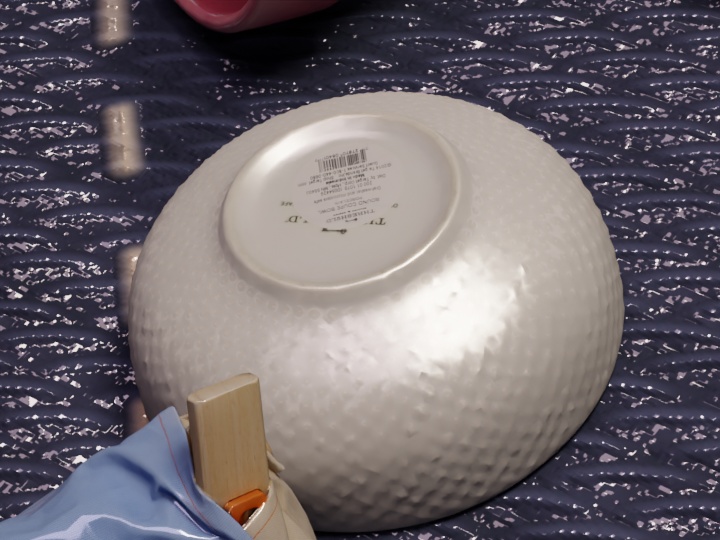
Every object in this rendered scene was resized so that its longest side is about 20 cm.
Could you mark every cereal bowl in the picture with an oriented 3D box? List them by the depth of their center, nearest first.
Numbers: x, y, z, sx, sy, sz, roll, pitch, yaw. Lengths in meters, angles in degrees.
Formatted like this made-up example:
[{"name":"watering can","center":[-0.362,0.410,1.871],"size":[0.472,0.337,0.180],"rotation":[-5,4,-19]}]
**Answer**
[{"name":"cereal bowl","center":[0.000,0.000,0.928],"size":[0.199,0.084,0.201],"rotation":[-8,48,9]}]

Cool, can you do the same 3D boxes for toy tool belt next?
[{"name":"toy tool belt","center":[-0.103,0.122,0.807],"size":[0.200,0.123,0.125],"rotation":[-36,53,-13]}]

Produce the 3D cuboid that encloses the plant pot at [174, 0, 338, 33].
[{"name":"plant pot","center":[-0.007,-0.225,1.075],"size":[0.178,0.201,0.200],"rotation":[-18,44,-23]}]
